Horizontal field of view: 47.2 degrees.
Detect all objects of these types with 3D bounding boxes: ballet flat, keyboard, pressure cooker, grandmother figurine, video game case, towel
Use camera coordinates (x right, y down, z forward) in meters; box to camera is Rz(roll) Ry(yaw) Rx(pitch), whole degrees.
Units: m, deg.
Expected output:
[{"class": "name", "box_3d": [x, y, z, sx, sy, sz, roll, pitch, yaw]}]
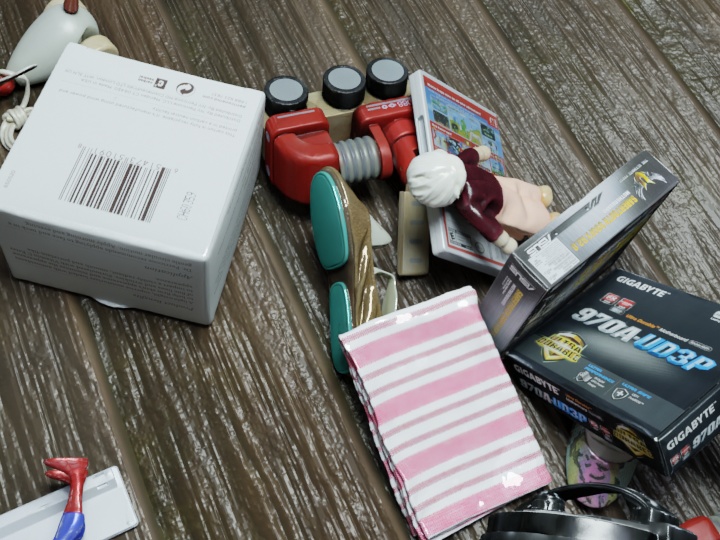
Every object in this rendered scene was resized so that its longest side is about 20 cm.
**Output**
[{"class": "ballet flat", "box_3d": [0.000, 0.000, 0.793, 0.072, 0.068, 0.202, -7, 85, -32]}, {"class": "keyboard", "box_3d": [-0.285, 0.225, 0.670, 0.198, 0.011, 0.057, -21, 72, -20]}, {"class": "pressure cooker", "box_3d": [0.170, 0.262, 0.624, 0.174, 0.179, 0.202, 5, 65, 16]}, {"class": "grandmother figurine", "box_3d": [0.121, -0.069, 0.801, 0.199, 0.061, 0.122, 14, 42, -42]}, {"class": "ballet flat", "box_3d": [0.254, 0.129, 0.787, 0.069, 0.071, 0.200, 31, 60, 12]}, {"class": "video game case", "box_3d": [0.112, -0.096, 0.858, 0.142, 0.017, 0.202, 16, 60, -45]}, {"class": "towel", "box_3d": [0.079, 0.126, 0.749, 0.145, 0.030, 0.202, -20, 84, -21]}]

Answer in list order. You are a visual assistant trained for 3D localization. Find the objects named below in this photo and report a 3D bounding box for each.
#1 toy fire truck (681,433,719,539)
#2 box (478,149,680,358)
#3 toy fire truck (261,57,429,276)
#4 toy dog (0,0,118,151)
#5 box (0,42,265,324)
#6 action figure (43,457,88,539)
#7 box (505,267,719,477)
[{"class": "toy fire truck", "box_3d": [0.329, 0.218, 0.714, 0.174, 0.129, 0.201, -19, 54, -10]}, {"class": "box", "box_3d": [0.204, -0.011, 0.806, 0.199, 0.159, 0.048, -34, 70, -26]}, {"class": "toy fire truck", "box_3d": [-0.001, -0.099, 0.853, 0.174, 0.129, 0.201, -14, 54, -17]}, {"class": "toy dog", "box_3d": [-0.349, -0.233, 0.863, 0.131, 0.097, 0.201, 28, 60, 6]}, {"class": "box", "box_3d": [-0.210, -0.081, 0.784, 0.197, 0.131, 0.202, 14, 59, -2]}, {"class": "action figure", "box_3d": [-0.258, 0.250, 0.623, 0.098, 0.065, 0.202, 0, 64, -17]}, {"class": "box", "box_3d": [0.254, 0.081, 0.748, 0.158, 0.046, 0.200, -34, 28, -15]}]
